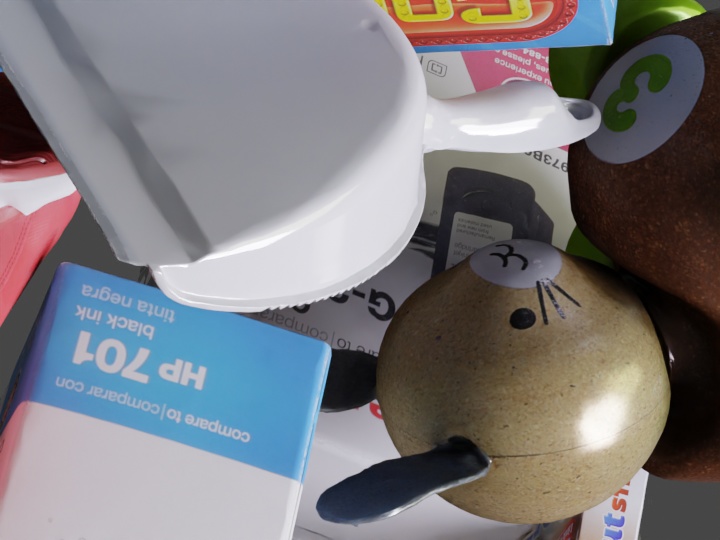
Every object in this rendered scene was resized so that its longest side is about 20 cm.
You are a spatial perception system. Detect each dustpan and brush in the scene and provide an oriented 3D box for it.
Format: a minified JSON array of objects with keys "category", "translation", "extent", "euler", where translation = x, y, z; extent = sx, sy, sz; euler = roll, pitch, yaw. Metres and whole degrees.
[{"category":"dustpan and brush","translation":[-0.008,-0.044,0.712],"extent":[0.140,0.199,0.057],"euler":[55,-37,34]}]

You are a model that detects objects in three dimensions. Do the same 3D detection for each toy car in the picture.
[{"category":"toy car","translation":[0.058,0.015,0.803],"extent":[0.164,0.199,0.159],"euler":[-135,-148,-54]}]

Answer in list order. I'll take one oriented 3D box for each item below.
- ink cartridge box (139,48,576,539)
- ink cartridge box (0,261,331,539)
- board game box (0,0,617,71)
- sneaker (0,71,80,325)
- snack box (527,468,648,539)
[{"category":"ink cartridge box","translation":[0.000,0.000,0.941],"extent":[0.084,0.144,0.201],"euler":[132,-25,-54]},{"category":"ink cartridge box","translation":[-0.081,0.123,0.711],"extent":[0.147,0.085,0.201],"euler":[123,-16,-56]},{"category":"board game box","translation":[-0.037,-0.134,0.702],"extent":[0.196,0.198,0.056],"euler":[69,22,-58]},{"category":"sneaker","translation":[-0.128,0.016,0.686],"extent":[0.200,0.078,0.116],"euler":[-51,160,-69]},{"category":"snack box","translation":[0.065,0.119,0.953],"extent":[0.200,0.024,0.072],"euler":[119,-15,-67]}]
